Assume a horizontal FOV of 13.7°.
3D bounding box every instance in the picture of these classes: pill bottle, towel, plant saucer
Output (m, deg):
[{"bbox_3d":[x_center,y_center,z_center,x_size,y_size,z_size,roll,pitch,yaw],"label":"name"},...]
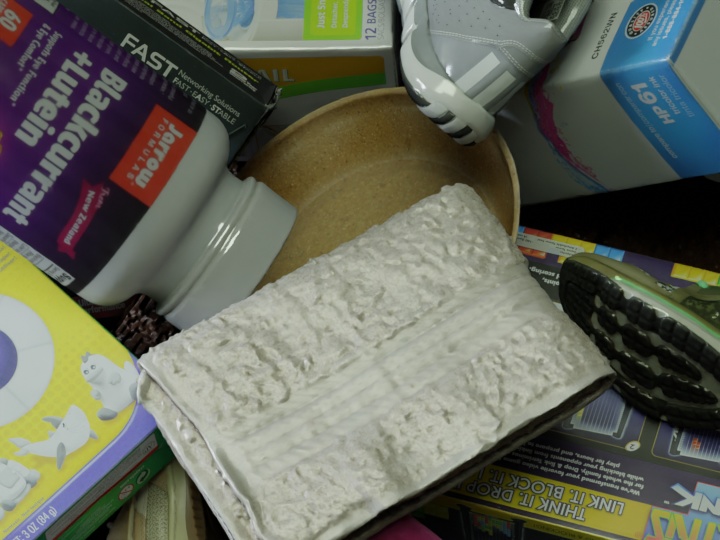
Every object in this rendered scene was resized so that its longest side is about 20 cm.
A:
[{"bbox_3d":[-0.134,-0.053,1.458,0.200,0.111,0.112,35,62,-10],"label":"pill bottle"},{"bbox_3d":[0.004,0.050,1.414,0.200,0.035,0.133,-30,67,-15],"label":"towel"},{"bbox_3d":[0.000,0.000,1.530,0.200,0.035,0.201,-17,52,24],"label":"plant saucer"}]

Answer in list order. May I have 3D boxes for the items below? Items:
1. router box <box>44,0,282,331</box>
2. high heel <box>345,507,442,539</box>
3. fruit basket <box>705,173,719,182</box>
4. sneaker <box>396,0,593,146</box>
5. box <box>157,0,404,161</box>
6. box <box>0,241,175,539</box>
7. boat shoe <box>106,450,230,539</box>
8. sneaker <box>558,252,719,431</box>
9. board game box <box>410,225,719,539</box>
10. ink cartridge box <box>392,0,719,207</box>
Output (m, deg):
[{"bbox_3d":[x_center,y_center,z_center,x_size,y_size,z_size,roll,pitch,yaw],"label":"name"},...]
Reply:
[{"bbox_3d":[-0.163,-0.086,1.544,0.200,0.062,0.150,35,103,-5],"label":"router box"},{"bbox_3d":[-0.008,0.102,1.442,0.096,0.067,0.200,-13,50,-18],"label":"high heel"},{"bbox_3d":[0.294,-0.100,1.593,0.199,0.094,0.186,13,59,9],"label":"fruit basket"},{"bbox_3d":[0.072,-0.158,1.523,0.115,0.075,0.200,-38,39,23],"label":"sneaker"},{"bbox_3d":[-0.076,-0.131,1.634,0.199,0.101,0.113,0,56,4],"label":"box"},{"bbox_3d":[-0.191,0.048,1.466,0.200,0.048,0.117,39,71,23],"label":"box"},{"bbox_3d":[-0.097,0.131,1.485,0.065,0.072,0.200,-22,47,15],"label":"boat shoe"},{"bbox_3d":[0.193,0.034,1.470,0.200,0.077,0.089,25,50,13],"label":"sneaker"},{"bbox_3d":[0.126,0.072,1.515,0.199,0.057,0.166,14,61,13],"label":"board game box"},{"bbox_3d":[0.131,-0.118,1.560,0.200,0.085,0.145,-11,43,47],"label":"ink cartridge box"}]
